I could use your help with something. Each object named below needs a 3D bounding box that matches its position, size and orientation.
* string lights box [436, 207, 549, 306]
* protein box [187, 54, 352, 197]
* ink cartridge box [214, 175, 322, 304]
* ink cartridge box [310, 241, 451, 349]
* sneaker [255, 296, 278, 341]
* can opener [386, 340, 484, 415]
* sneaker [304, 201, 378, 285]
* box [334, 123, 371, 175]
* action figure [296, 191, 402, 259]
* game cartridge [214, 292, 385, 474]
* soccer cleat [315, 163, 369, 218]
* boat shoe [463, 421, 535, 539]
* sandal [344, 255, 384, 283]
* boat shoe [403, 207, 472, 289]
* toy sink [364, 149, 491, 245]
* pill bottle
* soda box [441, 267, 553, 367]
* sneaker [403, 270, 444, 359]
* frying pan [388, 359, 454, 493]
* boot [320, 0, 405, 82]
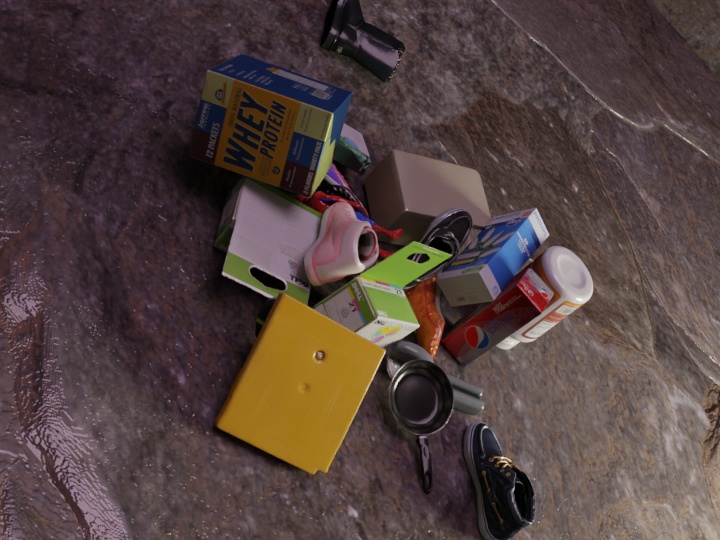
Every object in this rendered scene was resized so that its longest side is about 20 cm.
[{"bbox_3d":[0.228,-0.023,1.609,0.200,0.102,0.060,-45,112,-37],"label":"string lights box"},{"bbox_3d":[-0.136,-0.232,1.474,0.197,0.137,0.199,19,21,2],"label":"protein box"},{"bbox_3d":[-0.146,-0.026,1.431,0.146,0.076,0.202,27,46,-22],"label":"ink cartridge box"},{"bbox_3d":[0.045,0.048,1.422,0.147,0.199,0.077,15,45,-59],"label":"ink cartridge box"},{"bbox_3d":[-0.088,0.128,1.361,0.203,0.074,0.076,67,29,-12],"label":"sneaker"},{"bbox_3d":[0.125,0.179,1.524,0.198,0.066,0.053,28,42,-27],"label":"can opener"},{"bbox_3d":[-0.011,-0.050,1.437,0.076,0.103,0.201,64,25,-23],"label":"sneaker"},{"bbox_3d":[-0.077,-0.254,1.670,0.198,0.037,0.145,27,21,-20],"label":"box"},{"bbox_3d":[-0.024,-0.082,1.565,0.198,0.066,0.052,27,26,20],"label":"action figure"},{"bbox_3d":[-0.082,0.159,1.299,0.175,0.032,0.202,30,85,-18],"label":"game cartridge"},{"bbox_3d":[-0.049,-0.149,1.629,0.200,0.068,0.073,45,37,1],"label":"soccer cleat"},{"bbox_3d":[0.222,0.318,1.472,0.070,0.091,0.203,16,50,-30],"label":"boat shoe"},{"bbox_3d":[0.000,0.000,1.539,0.079,0.055,0.200,17,20,-2],"label":"sandal"},{"bbox_3d":[0.136,-0.035,1.586,0.200,0.070,0.073,-46,113,-27],"label":"boat shoe"},{"bbox_3d":[0.120,-0.118,1.711,0.197,0.112,0.132,8,57,-32],"label":"toy sink"},{"bbox_3d":[0.306,0.055,1.666,0.111,0.200,0.114,22,46,-25],"label":"pill bottle"},{"bbox_3d":[0.227,0.080,1.579,0.064,0.200,0.070,47,40,0],"label":"soda box"},{"bbox_3d":[0.102,0.071,1.596,0.076,0.074,0.202,7,47,-9],"label":"sneaker"},{"bbox_3d":[0.106,0.232,1.459,0.114,0.031,0.193,-21,88,-26],"label":"frying pan"},{"bbox_3d":[0.011,-0.492,1.936,0.166,0.076,0.203,24,53,-19],"label":"boot"}]
